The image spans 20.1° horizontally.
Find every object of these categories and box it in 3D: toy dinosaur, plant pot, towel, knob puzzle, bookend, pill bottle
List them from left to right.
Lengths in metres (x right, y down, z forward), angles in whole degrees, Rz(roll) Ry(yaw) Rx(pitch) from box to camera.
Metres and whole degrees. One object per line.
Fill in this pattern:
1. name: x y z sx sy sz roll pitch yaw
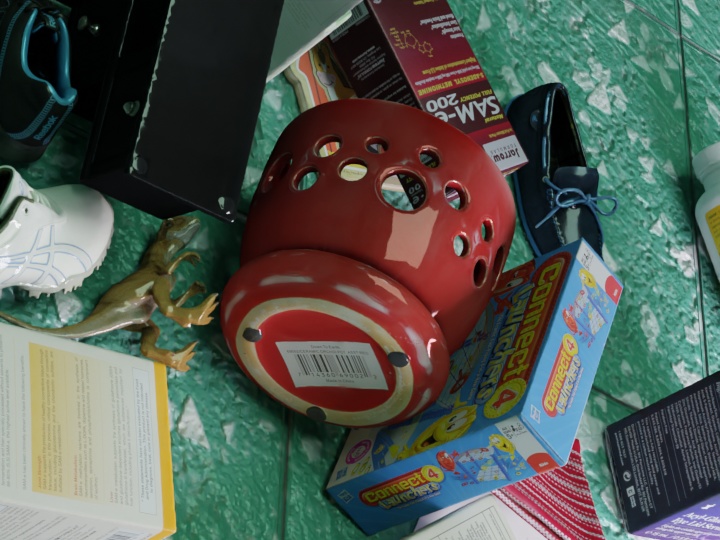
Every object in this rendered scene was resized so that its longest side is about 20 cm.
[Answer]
1. toy dinosaur: -0.166 0.029 1.453 0.106 0.061 0.200 28 36 16
2. bookend: -0.161 -0.128 1.466 0.092 0.200 0.200 24 68 -33
3. plant pot: 0.000 0.000 1.518 0.200 0.200 0.183 41 46 -19
4. knob puzzle: 0.016 -0.165 1.765 0.219 0.030 0.221 24 51 -33
5. towel: 0.140 0.155 1.633 0.144 0.022 0.200 40 17 -20
6. pill bottle: 0.394 -0.030 2.004 0.104 0.104 0.201 -1 67 -45

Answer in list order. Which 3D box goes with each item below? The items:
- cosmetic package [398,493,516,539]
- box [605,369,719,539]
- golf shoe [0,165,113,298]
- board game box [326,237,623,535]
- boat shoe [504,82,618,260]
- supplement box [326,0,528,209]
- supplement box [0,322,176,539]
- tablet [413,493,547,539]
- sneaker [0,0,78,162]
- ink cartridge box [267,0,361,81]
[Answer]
1. cosmetic package: 0.037 0.249 1.481 0.200 0.073 0.104 -20 80 -45
2. box: 0.338 0.156 1.755 0.148 0.200 0.105 13 57 -40
3. golf shoe: -0.228 -0.031 1.370 0.078 0.098 0.200 33 34 17
4. board game box: 0.088 0.088 1.547 0.056 0.195 0.200 47 40 -21
5. boat shoe: 0.181 -0.079 1.847 0.084 0.069 0.201 -4 69 -46
6. supplement box: 0.052 -0.158 1.726 0.109 0.061 0.201 -22 83 -50
7. supplement box: -0.222 0.109 1.317 0.199 0.073 0.127 18 54 -38
8. tablet: 0.102 0.218 1.624 0.130 0.014 0.200 45 41 -15
9. sneaker: -0.241 -0.180 1.475 0.073 0.082 0.201 5 61 -40
10. ink cartridge box: -0.059 -0.254 1.613 0.146 0.200 0.048 55 43 -3
